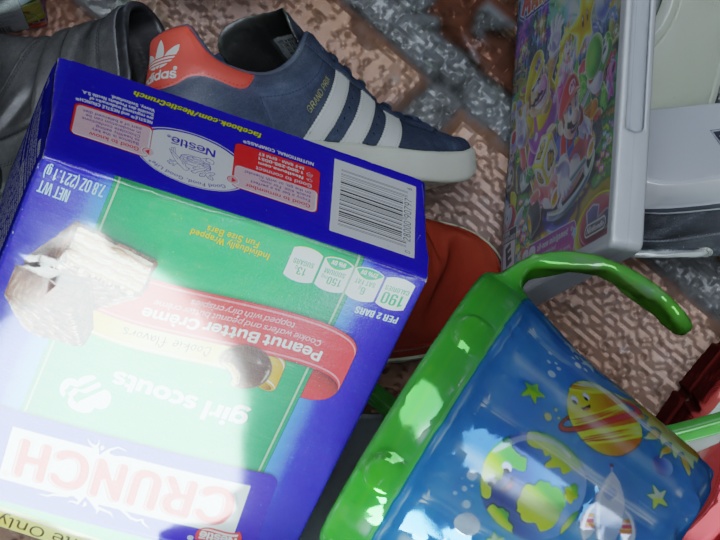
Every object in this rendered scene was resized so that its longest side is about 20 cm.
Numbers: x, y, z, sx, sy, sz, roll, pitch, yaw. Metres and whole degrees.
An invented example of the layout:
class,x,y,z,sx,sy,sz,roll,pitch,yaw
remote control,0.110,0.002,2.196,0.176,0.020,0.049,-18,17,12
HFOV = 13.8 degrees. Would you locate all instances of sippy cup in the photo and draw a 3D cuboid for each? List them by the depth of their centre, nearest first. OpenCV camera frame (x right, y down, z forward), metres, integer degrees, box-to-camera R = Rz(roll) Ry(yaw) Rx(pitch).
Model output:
class,x,y,z,sx,sy,sz,roll,pitch,yaw
sippy cup,0.072,0.091,1.263,0.130,0.140,0.178,31,117,4

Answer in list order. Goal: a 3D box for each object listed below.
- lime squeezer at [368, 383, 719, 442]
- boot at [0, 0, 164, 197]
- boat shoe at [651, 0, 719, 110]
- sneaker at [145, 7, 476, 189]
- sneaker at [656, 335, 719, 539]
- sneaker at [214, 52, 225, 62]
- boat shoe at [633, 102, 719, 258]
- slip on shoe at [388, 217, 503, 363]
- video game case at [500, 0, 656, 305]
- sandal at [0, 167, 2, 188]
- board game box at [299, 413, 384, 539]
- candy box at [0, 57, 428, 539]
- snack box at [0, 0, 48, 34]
class,x,y,z,sx,sy,sz,roll,pitch,yaw
lime squeezer,0.068,0.079,1.367,0.199,0.071,0.038,6,110,25
boot,-0.147,-0.022,1.382,0.131,0.070,0.201,-6,84,28
boat shoe,0.136,-0.116,1.439,0.062,0.073,0.201,21,90,45
sneaker,-0.020,-0.076,1.367,0.075,0.200,0.085,-14,80,38
sneaker,0.184,0.113,1.403,0.115,0.078,0.200,36,96,-5
sneaker,-0.077,-0.009,1.402,0.082,0.074,0.201,-14,61,33
boat shoe,0.196,-0.037,1.416,0.199,0.068,0.072,-6,45,-22
slip on shoe,0.000,0.000,1.365,0.200,0.061,0.074,8,69,-44
video game case,0.101,-0.093,1.374,0.018,0.143,0.201,9,76,-16
sandal,-0.199,-0.058,1.306,0.075,0.201,0.048,-35,119,14
board game box,0.006,0.140,1.344,0.199,0.026,0.200,0,39,3
candy box,-0.084,0.031,1.266,0.168,0.077,0.200,18,127,-11
snack box,-0.195,-0.206,1.365,0.067,0.200,0.169,-13,84,-2
